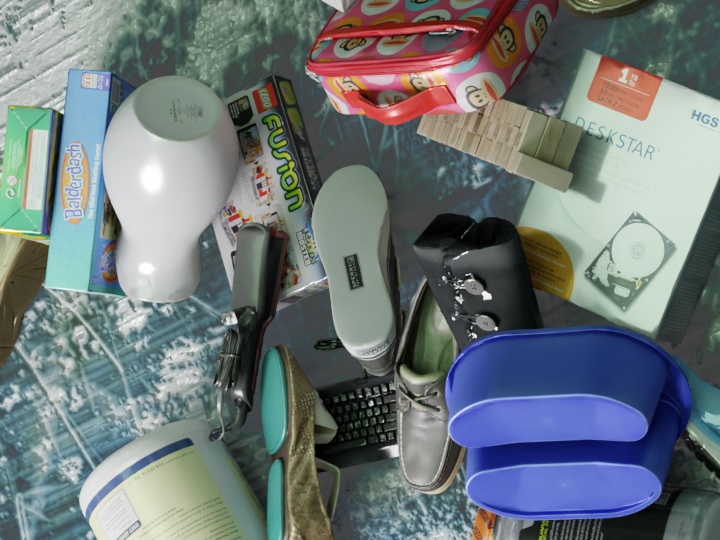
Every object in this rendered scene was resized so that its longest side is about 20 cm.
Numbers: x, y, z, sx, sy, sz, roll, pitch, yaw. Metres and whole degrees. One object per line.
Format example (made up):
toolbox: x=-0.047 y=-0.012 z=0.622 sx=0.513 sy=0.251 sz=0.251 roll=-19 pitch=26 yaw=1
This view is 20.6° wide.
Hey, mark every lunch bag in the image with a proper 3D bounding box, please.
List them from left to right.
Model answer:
lunch bag: x=0.055 y=-0.193 z=1.693 sx=0.199 sy=0.082 sz=0.177 roll=1 pitch=47 yaw=41

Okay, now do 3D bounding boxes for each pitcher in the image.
pitcher: x=-0.180 y=-0.097 z=1.807 sx=0.201 sy=0.120 sz=0.173 roll=105 pitch=157 yaw=-49

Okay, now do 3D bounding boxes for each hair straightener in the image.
hair straightener: x=-0.113 y=0.054 z=1.770 sx=0.041 sy=0.077 sz=0.202 roll=11 pitch=85 yaw=27

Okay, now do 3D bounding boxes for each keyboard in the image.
keyboard: x=0.004 y=0.108 z=1.787 sx=0.199 sy=0.021 sz=0.128 roll=-15 pitch=79 yaw=25

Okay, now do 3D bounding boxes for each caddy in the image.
caddy: x=0.160 y=0.114 z=1.566 sx=0.198 sy=0.105 sz=0.142 roll=-4 pitch=127 yaw=19

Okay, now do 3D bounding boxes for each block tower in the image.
block tower: x=0.117 y=-0.117 z=1.672 sx=0.200 sy=0.054 sz=0.058 roll=34 pitch=105 yaw=64

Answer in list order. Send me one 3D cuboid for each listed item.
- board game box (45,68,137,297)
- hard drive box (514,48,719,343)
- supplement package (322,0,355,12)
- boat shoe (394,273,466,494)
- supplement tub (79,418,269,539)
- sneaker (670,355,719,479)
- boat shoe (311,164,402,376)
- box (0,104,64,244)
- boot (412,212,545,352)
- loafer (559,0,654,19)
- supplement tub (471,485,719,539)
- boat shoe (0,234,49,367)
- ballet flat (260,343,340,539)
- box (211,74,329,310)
board game box: x=-0.246 y=-0.078 z=1.858 sx=0.045 sy=0.152 sz=0.202 roll=5 pitch=87 yaw=6
hard drive box: x=0.227 y=-0.061 z=1.653 sx=0.155 sy=0.077 sz=0.201 roll=23 pitch=96 yaw=27
supplement package: x=-0.004 y=-0.358 z=1.711 sx=0.111 sy=0.156 sz=0.200 roll=32 pitch=67 yaw=26
boat shoe: x=0.058 y=0.092 z=1.713 sx=0.071 sy=0.066 sz=0.203 roll=9 pitch=90 yaw=27
supplement tub: x=-0.149 y=0.252 z=1.784 sx=0.145 sy=0.145 sz=0.201 roll=-39 pitch=69 yaw=19
sneaker: x=0.322 y=0.133 z=1.601 sx=0.200 sy=0.078 sz=0.090 roll=41 pitch=85 yaw=21
boat shoe: x=0.000 y=0.000 z=1.767 sx=0.070 sy=0.064 sz=0.201 roll=-11 pitch=56 yaw=10
box: x=-0.290 y=-0.084 z=1.868 sx=0.048 sy=0.200 sz=0.118 roll=5 pitch=88 yaw=4
boot: x=0.145 y=0.046 z=1.633 sx=0.164 sy=0.066 sz=0.201 roll=-3 pitch=120 yaw=28
loafer: x=0.249 y=-0.271 z=1.663 sx=0.199 sy=0.067 sz=0.077 roll=-21 pitch=76 yaw=24
supplement tub: x=0.198 y=0.231 z=1.616 sx=0.198 sy=0.122 sz=0.124 roll=4 pitch=88 yaw=28
boat shoe: x=-0.377 y=0.038 z=1.967 sx=0.063 sy=0.073 sz=0.202 roll=33 pitch=98 yaw=33
ballet flat: x=-0.052 y=0.164 z=1.767 sx=0.071 sy=0.065 sz=0.202 roll=135 pitch=137 yaw=-59
box: x=-0.089 y=-0.067 z=1.842 sx=0.109 sy=0.035 sz=0.202 roll=-23 pitch=76 yaw=24
